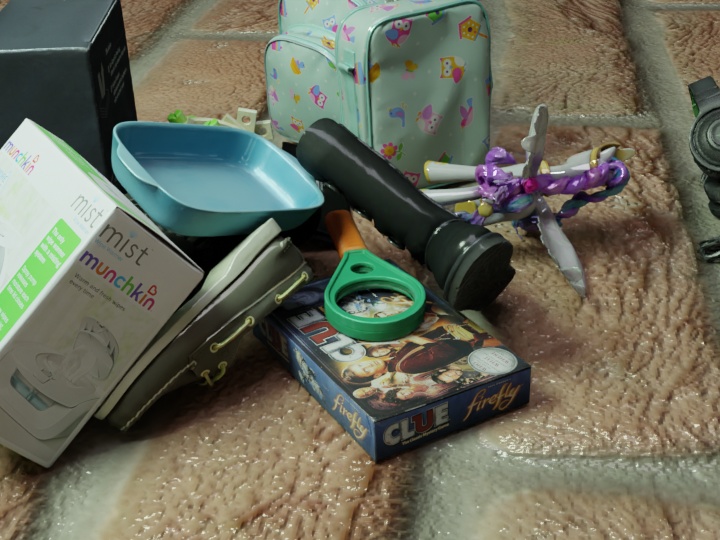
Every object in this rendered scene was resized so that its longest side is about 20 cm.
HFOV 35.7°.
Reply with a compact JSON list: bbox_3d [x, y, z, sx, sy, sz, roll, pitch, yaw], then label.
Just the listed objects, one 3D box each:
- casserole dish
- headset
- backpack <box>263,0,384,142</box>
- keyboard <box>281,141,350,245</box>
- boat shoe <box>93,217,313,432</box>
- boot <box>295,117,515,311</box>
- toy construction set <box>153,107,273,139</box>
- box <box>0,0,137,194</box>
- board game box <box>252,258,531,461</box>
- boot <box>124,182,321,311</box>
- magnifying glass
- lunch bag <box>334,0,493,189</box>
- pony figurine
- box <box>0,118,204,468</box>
[{"bbox_3d":[-0.117,-0.071,0.905,0.121,0.039,0.199,44,28,27],"label":"casserole dish"},{"bbox_3d":[0.341,-0.094,1.062,0.093,0.124,0.201,-21,43,15],"label":"headset"},{"bbox_3d":[-0.016,-0.229,1.225,0.175,0.202,0.153,24,37,38],"label":"backpack"},{"bbox_3d":[-0.063,-0.073,1.131,0.103,0.040,0.200,19,25,-12],"label":"keyboard"},{"bbox_3d":[-0.113,0.047,0.830,0.202,0.060,0.072,-49,12,-26],"label":"boat shoe"},{"bbox_3d":[0.030,-0.056,0.898,0.066,0.165,0.200,-45,76,-1],"label":"boot"},{"bbox_3d":[-0.160,-0.125,1.153,0.130,0.093,0.200,-22,16,15],"label":"toy construction set"},{"bbox_3d":[-0.289,-0.147,1.087,0.116,0.202,0.197,-3,27,-2],"label":"box"},{"bbox_3d":[0.017,0.060,0.859,0.135,0.035,0.200,-17,32,-26],"label":"board game box"},{"bbox_3d":[-0.136,-0.016,0.961,0.209,0.080,0.158,-10,23,2],"label":"boot"},{"bbox_3d":[0.000,0.000,0.918,0.079,0.023,0.200,-7,30,-9],"label":"magnifying glass"},{"bbox_3d":[0.051,-0.182,1.134,0.159,0.202,0.077,-16,29,-21],"label":"lunch bag"},{"bbox_3d":[0.142,-0.070,1.003,0.198,0.168,0.193,-9,17,20],"label":"pony figurine"},{"bbox_3d":[-0.234,0.010,0.816,0.177,0.097,0.200,-51,41,-1],"label":"box"}]
